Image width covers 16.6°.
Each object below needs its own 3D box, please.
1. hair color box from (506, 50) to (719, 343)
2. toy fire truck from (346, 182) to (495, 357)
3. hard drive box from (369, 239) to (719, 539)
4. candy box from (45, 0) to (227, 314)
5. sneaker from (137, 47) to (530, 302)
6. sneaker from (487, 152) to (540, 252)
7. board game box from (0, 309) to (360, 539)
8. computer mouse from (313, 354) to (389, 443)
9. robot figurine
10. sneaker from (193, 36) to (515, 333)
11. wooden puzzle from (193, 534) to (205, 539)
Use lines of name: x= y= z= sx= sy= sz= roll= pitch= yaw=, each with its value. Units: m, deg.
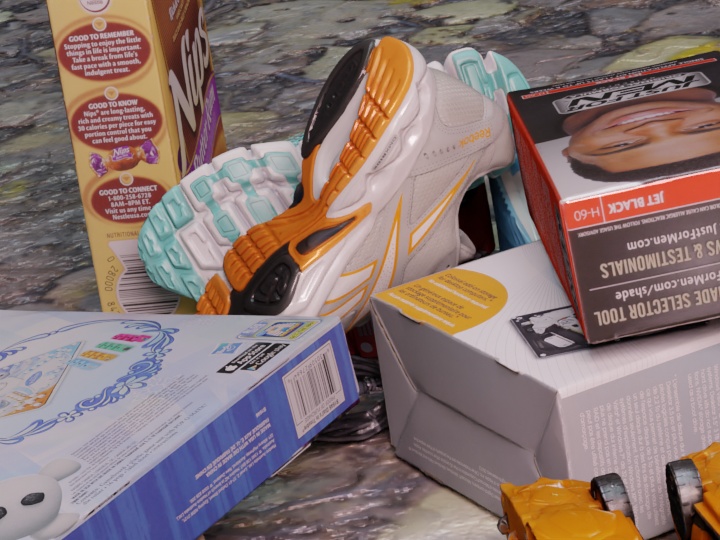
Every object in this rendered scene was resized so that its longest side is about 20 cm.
hair color box: x=0.122 y=-0.035 z=1.001 sx=0.101 sy=0.061 sz=0.200 roll=-12 pitch=16 yaw=0
toy fire truck: x=-0.008 y=-0.014 z=1.267 sx=0.141 sy=0.049 sz=0.200 roll=-2 pitch=22 yaw=25
hard drive box: x=0.129 y=0.034 z=1.027 sx=0.200 sy=0.077 sz=0.156 roll=-18 pitch=21 yaw=-24
candy box: x=-0.107 y=-0.072 z=1.248 sx=0.056 sy=0.200 sz=0.117 roll=-6 pitch=20 yaw=10
sneaker: x=-0.011 y=-0.040 z=1.187 sx=0.200 sy=0.078 sz=0.091 roll=-23 pitch=3 yaw=-5
sneaker: x=0.106 y=-0.031 z=1.227 sx=0.081 sy=0.077 sz=0.200 roll=-6 pitch=21 yaw=5
board game box: x=-0.136 y=0.074 z=0.944 sx=0.199 sy=0.043 sz=0.200 roll=2 pitch=25 yaw=36
computer mouse: x=0.049 y=0.038 z=1.090 sx=0.200 sy=0.059 sz=0.034 roll=-21 pitch=37 yaw=-26
robot figurine: x=0.116 y=0.115 z=0.830 sx=0.145 sy=0.058 sz=0.200 roll=-11 pitch=19 yaw=-5
sneaker: x=0.000 y=0.000 z=1.084 sx=0.092 sy=0.200 sz=0.076 roll=20 pitch=23 yaw=-31
wooden puzzle: x=-0.150 y=0.140 z=0.908 sx=0.200 sy=0.046 sz=0.185 roll=-17 pitch=20 yaw=-7
